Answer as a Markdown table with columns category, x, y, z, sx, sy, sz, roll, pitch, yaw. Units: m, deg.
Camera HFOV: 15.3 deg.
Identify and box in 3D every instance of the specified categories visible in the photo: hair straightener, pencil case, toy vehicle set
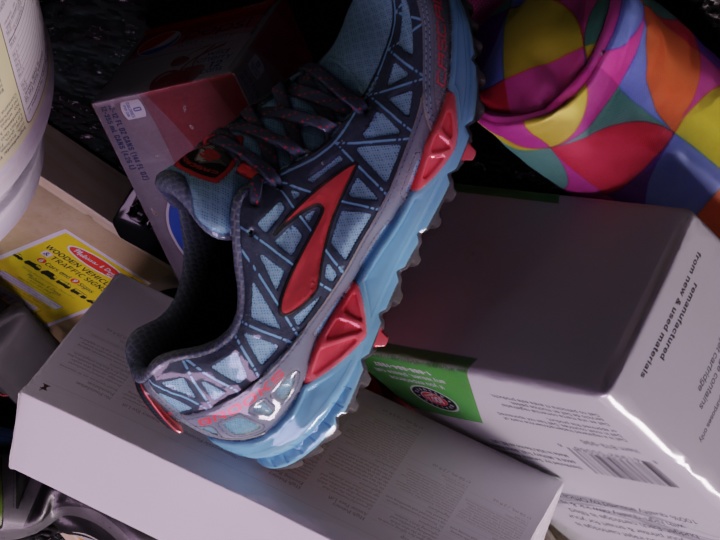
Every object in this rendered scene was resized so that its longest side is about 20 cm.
| category | x | y | z | sx | sy | sz | roll | pitch | yaw |
| --- | --- | --- | --- | --- | --- | --- | --- | --- | --- |
| hair straightener | -0.133 | 0.071 | 1.249 | 0.077 | 0.041 | 0.200 | 31 | 162 | 32 |
| pencil case | 0.122 | -0.048 | 1.041 | 0.088 | 0.088 | 0.200 | -19 | 138 | 37 |
| toy vehicle set | -0.138 | -0.004 | 1.219 | 0.124 | 0.027 | 0.200 | -19 | 140 | 37 |

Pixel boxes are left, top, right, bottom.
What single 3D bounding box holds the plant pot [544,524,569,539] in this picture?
| category | x | y | z | sx | sy | sz | roll | pitch | yaw |
| --- | --- | --- | --- | --- | --- | --- | --- | --- | --- |
| plant pot | 0.026 | 0.168 | 1.181 | 0.200 | 0.200 | 0.183 | 8 | 166 | 0 |

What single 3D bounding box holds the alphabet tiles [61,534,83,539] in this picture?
| category | x | y | z | sx | sy | sz | roll | pitch | yaw |
| --- | --- | --- | --- | --- | --- | --- | --- | --- | --- |
| alphabet tiles | -0.077 | 0.154 | 1.416 | 0.200 | 0.015 | 0.196 | -6 | 130 | 45 |

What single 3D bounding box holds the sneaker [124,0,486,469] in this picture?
| category | x | y | z | sx | sy | sz | roll | pitch | yaw |
| --- | --- | --- | --- | --- | --- | --- | --- | --- | --- |
| sneaker | -0.024 | -0.029 | 0.983 | 0.096 | 0.200 | 0.079 | 22 | 178 | -29 |

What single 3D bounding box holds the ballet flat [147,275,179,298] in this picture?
| category | x | y | z | sx | sy | sz | roll | pitch | yaw |
| --- | --- | --- | --- | --- | --- | --- | --- | --- | --- |
| ballet flat | -0.080 | 0.049 | 1.196 | 0.068 | 0.068 | 0.200 | -29 | 150 | -6 |

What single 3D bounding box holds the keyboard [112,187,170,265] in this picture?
| category | x | y | z | sx | sy | sz | roll | pitch | yaw |
| --- | --- | --- | --- | --- | --- | --- | --- | --- | --- |
| keyboard | 0.000 | 0.000 | 1.143 | 0.200 | 0.040 | 0.104 | 28 | 120 | -16 |

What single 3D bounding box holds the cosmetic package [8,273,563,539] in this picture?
| category | x | y | z | sx | sy | sz | roll | pitch | yaw |
| --- | --- | --- | --- | --- | --- | --- | --- | --- | --- |
| cosmetic package | -0.030 | 0.081 | 1.048 | 0.200 | 0.083 | 0.051 | 25 | 132 | 11 |

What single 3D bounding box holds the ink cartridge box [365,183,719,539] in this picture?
| category | x | y | z | sx | sy | sz | roll | pitch | yaw |
| --- | --- | --- | --- | --- | --- | --- | --- | --- | --- |
| ink cartridge box | 0.114 | 0.055 | 1.057 | 0.147 | 0.083 | 0.200 | 8 | 154 | 47 |

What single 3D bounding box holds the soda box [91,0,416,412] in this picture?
| category | x | y | z | sx | sy | sz | roll | pitch | yaw |
| --- | --- | --- | --- | --- | --- | --- | --- | --- | --- |
| soda box | -0.030 | -0.006 | 1.085 | 0.070 | 0.063 | 0.200 | -10 | 120 | 26 |

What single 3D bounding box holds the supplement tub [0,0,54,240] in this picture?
| category | x | y | z | sx | sy | sz | roll | pitch | yaw |
| --- | --- | --- | --- | --- | --- | --- | --- | --- | --- |
| supplement tub | -0.190 | -0.095 | 0.967 | 0.145 | 0.145 | 0.200 | 4 | 149 | 6 |

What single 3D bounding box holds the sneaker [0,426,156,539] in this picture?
| category | x | y | z | sx | sy | sz | roll | pitch | yaw |
| --- | --- | --- | --- | --- | --- | --- | --- | --- | --- |
| sneaker | -0.192 | 0.120 | 1.366 | 0.200 | 0.083 | 0.071 | 14 | 152 | 4 |
